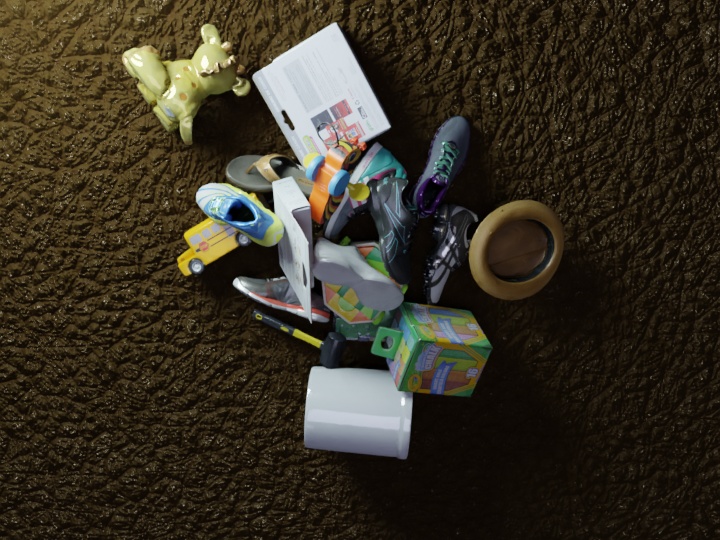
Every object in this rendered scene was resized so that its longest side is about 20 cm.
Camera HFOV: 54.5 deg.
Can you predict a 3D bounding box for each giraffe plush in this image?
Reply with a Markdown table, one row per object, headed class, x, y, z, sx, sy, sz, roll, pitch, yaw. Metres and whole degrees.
| class | x | y | z | sx | sy | sz | roll | pitch | yaw |
| --- | --- | --- | --- | --- | --- | --- | --- | --- | --- |
| giraffe plush | -0.291 | -0.336 | 1.213 | 0.162 | 0.200 | 0.173 | -37 | 136 | -14 |

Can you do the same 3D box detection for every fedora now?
| class | x | y | z | sx | sy | sz | roll | pitch | yaw |
| --- | --- | --- | --- | --- | --- | --- | --- | --- | --- |
| fedora | 0.281 | -0.044 | 1.305 | 0.199 | 0.082 | 0.202 | -5 | 107 | -17 |

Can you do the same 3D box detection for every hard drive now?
| class | x | y | z | sx | sy | sz | roll | pitch | yaw |
| --- | --- | --- | --- | --- | --- | --- | --- | --- | --- |
| hard drive | 0.017 | 0.039 | 1.366 | 0.139 | 0.038 | 0.202 | 2 | 105 | 0 |

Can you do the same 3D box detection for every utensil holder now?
| class | x | y | z | sx | sy | sz | roll | pitch | yaw |
| --- | --- | --- | --- | --- | --- | --- | --- | --- | --- |
| utensil holder | -0.003 | 0.275 | 1.365 | 0.198 | 0.170 | 0.171 | 3 | 106 | 2 |

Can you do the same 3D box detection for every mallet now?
| class | x | y | z | sx | sy | sz | roll | pitch | yaw |
| --- | --- | --- | --- | --- | --- | --- | --- | --- | --- |
| mallet | -0.119 | 0.116 | 1.369 | 0.199 | 0.041 | 0.066 | 31 | 109 | 9 |

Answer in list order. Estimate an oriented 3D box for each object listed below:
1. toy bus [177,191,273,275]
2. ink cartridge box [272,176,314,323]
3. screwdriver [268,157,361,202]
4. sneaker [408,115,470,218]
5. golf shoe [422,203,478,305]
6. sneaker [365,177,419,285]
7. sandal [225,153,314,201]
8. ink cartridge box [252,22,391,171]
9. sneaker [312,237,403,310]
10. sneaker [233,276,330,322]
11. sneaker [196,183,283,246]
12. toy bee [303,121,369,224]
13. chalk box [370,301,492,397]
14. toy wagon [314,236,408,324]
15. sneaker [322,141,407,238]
| class | x | y | z | sx | sy | sz | roll | pitch | yaw |
| --- | --- | --- | --- | --- | --- | --- | --- | --- | --- |
| toy bus | -0.261 | -0.069 | 1.324 | 0.199 | 0.065 | 0.079 | -29 | 103 | 8 |
| ink cartridge box | -0.104 | -0.035 | 1.239 | 0.043 | 0.174 | 0.201 | -18 | 138 | -19 |
| screwdriver | -0.090 | -0.176 | 1.319 | 0.199 | 0.028 | 0.029 | -21 | 75 | 13 |
| sneaker | 0.154 | -0.185 | 1.265 | 0.074 | 0.088 | 0.201 | 23 | 95 | -11 |
| golf shoe | 0.171 | -0.024 | 1.327 | 0.094 | 0.078 | 0.201 | 9 | 107 | -2 |
| sneaker | 0.068 | -0.069 | 1.232 | 0.079 | 0.075 | 0.201 | -11 | 110 | 15 |
| sandal | -0.147 | -0.176 | 1.273 | 0.199 | 0.082 | 0.055 | 16 | 148 | 8 |
| ink cartridge box | -0.066 | -0.305 | 1.247 | 0.175 | 0.084 | 0.201 | -27 | 103 | 10 |
| sneaker | 0.000 | 0.000 | 1.262 | 0.199 | 0.089 | 0.075 | 31 | 125 | -31 |
| sneaker | -0.146 | 0.037 | 1.360 | 0.199 | 0.077 | 0.082 | 19 | 84 | -9 |
| sneaker | -0.225 | -0.115 | 1.221 | 0.199 | 0.105 | 0.076 | 26 | 82 | 24 |
| toy bee | -0.030 | -0.174 | 1.193 | 0.131 | 0.109 | 0.200 | 50 | 141 | 2 |
| chalk box | 0.121 | 0.147 | 1.313 | 0.199 | 0.124 | 0.125 | 7 | 120 | -19 |
| toy wagon | 0.016 | 0.004 | 1.316 | 0.155 | 0.040 | 0.200 | 38 | 103 | -10 |
| sneaker | 0.023 | -0.123 | 1.301 | 0.120 | 0.084 | 0.201 | 33 | 102 | 2 |
